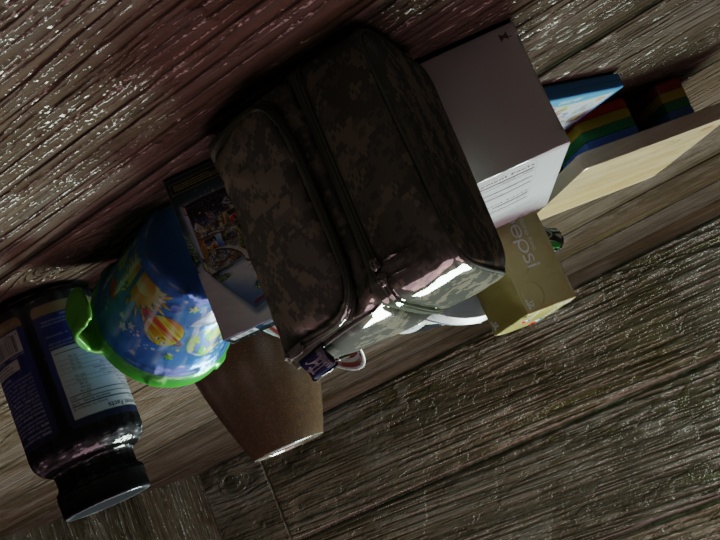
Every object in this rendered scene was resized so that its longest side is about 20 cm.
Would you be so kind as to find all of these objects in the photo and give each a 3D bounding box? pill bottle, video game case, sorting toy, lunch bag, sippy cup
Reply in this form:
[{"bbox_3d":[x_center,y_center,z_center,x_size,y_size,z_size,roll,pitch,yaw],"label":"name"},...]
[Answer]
[{"bbox_3d":[-0.272,0.125,1.047,0.110,0.203,0.112,-22,170,-4],"label":"pill bottle"},{"bbox_3d":[0.168,-0.144,1.184,0.142,0.018,0.200,-16,166,-34],"label":"video game case"},{"bbox_3d":[0.296,-0.145,1.317,0.197,0.070,0.199,-21,169,-17],"label":"sorting toy"},{"bbox_3d":[-0.009,-0.043,0.800,0.166,0.203,0.139,-28,167,22],"label":"lunch bag"},{"bbox_3d":[-0.161,0.014,0.978,0.179,0.139,0.131,-59,-176,-40],"label":"sippy cup"}]

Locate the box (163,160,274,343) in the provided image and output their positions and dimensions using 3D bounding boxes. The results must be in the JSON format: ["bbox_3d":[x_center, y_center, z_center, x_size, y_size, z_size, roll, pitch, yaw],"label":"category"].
[{"bbox_3d":[-0.042,-0.045,0.887,0.197,0.138,0.038,-24,170,4],"label":"box"}]

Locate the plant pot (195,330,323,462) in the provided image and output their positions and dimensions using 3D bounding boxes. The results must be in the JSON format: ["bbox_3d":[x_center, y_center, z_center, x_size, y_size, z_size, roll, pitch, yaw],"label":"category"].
[{"bbox_3d":[-0.124,0.124,1.366,0.184,0.203,0.187,-22,169,-4],"label":"plant pot"}]

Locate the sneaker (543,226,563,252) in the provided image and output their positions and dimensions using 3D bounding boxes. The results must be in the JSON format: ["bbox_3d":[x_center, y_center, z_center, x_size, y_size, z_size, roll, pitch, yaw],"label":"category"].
[{"bbox_3d":[0.123,-0.055,1.170,0.197,0.087,0.078,14,163,-10],"label":"sneaker"}]

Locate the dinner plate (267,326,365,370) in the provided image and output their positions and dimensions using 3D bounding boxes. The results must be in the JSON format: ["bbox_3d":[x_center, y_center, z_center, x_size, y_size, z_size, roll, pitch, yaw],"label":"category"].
[{"bbox_3d":[-0.074,0.036,1.143,0.024,0.199,0.200,-54,180,-19],"label":"dinner plate"}]

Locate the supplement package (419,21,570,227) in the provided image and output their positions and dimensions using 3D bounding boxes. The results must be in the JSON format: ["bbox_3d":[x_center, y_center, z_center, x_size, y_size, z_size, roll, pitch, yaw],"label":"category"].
[{"bbox_3d":[0.099,-0.108,0.954,0.108,0.115,0.200,-24,168,0],"label":"supplement package"}]

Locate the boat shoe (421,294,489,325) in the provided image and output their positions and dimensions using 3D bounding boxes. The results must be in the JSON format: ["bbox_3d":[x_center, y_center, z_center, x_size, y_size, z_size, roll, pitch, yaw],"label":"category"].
[{"bbox_3d":[0.037,0.024,1.122,0.196,0.072,0.070,7,150,-1],"label":"boat shoe"}]

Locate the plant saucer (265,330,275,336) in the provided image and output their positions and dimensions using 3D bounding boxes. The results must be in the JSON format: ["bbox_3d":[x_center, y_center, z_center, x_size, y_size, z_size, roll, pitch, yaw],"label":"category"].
[{"bbox_3d":[-0.042,0.010,1.250,0.196,0.036,0.202,-4,141,-3],"label":"plant saucer"}]

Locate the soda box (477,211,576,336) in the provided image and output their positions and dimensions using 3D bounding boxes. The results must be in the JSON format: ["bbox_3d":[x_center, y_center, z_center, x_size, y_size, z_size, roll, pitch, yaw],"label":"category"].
[{"bbox_3d":[0.130,-0.044,1.089,0.067,0.202,0.064,-16,165,-31],"label":"soda box"}]

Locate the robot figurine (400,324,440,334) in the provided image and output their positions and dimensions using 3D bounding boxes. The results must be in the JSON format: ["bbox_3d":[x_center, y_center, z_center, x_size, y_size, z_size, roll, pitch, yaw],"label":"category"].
[{"bbox_3d":[0.084,0.016,1.516,0.124,0.153,0.199,21,-162,33],"label":"robot figurine"}]
